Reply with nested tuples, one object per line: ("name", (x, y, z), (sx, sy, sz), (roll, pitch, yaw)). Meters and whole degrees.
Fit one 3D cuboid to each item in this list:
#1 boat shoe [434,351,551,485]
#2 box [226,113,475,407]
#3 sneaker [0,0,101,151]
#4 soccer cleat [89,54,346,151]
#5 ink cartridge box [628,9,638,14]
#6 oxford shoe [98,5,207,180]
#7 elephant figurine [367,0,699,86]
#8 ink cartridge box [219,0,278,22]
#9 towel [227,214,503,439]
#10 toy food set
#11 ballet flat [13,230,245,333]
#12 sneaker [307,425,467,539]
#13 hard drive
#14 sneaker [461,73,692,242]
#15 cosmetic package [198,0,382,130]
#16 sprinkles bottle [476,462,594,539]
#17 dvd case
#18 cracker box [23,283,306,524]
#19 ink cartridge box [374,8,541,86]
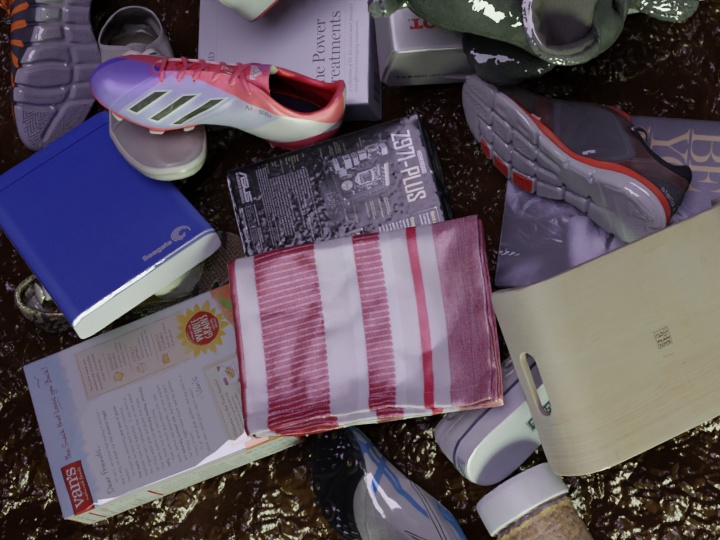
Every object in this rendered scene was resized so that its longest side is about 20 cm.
("boat shoe", (0.141, 0.079, 1.141), (0.200, 0.072, 0.066), (-44, 42, -4))
("box", (0.000, 0.000, 1.176), (0.163, 0.086, 0.201), (-17, 75, 9))
("sneaker", (-0.280, -0.209, 1.297), (0.112, 0.077, 0.201), (25, 109, 49))
("soccer cleat", (-0.108, -0.141, 1.161), (0.199, 0.077, 0.067), (12, 55, -13))
("ink cartridge box", (0.258, -0.295, 1.184), (0.199, 0.083, 0.146), (-9, 77, 10))
("oxford shoe", (-0.176, -0.149, 1.223), (0.075, 0.058, 0.200), (-12, 48, -13))
("elephant figurine", (0.132, -0.196, 1.084), (0.200, 0.142, 0.155), (42, 113, -12))
("ink cartridge box", (-0.090, -0.325, 1.188), (0.145, 0.083, 0.200), (-39, 55, 20))
("towel", (0.002, 0.043, 1.110), (0.199, 0.023, 0.145), (-9, 76, 10))
("toy food set", (0.206, 0.047, 1.089), (0.199, 0.060, 0.144), (-23, 98, -18))
("ballet flat", (-0.192, 0.009, 1.223), (0.199, 0.075, 0.068), (-13, 78, 9))
("sneaker", (0.029, 0.190, 1.147), (0.200, 0.072, 0.072), (48, 120, 29))
("hard drive", (-0.216, -0.043, 1.210), (0.132, 0.025, 0.200), (-35, 48, -12))
("sneaker", (0.170, -0.099, 1.164), (0.200, 0.077, 0.082), (37, 61, 17))
("cosmetic package", (-0.059, -0.224, 1.258), (0.150, 0.052, 0.201), (-3, 77, 15))
("sprinkles bottle", (0.162, 0.243, 1.096), (0.068, 0.068, 0.200), (-31, 73, 4))
("dvd case", (0.213, -0.050, 1.176), (0.199, 0.016, 0.149), (6, 79, 13))
("cracker box", (-0.159, 0.107, 1.203), (0.199, 0.058, 0.134), (-21, 73, 7))
("ink cartridge box", (0.081, -0.259, 1.192), (0.145, 0.084, 0.201), (-5, 79, -7))
